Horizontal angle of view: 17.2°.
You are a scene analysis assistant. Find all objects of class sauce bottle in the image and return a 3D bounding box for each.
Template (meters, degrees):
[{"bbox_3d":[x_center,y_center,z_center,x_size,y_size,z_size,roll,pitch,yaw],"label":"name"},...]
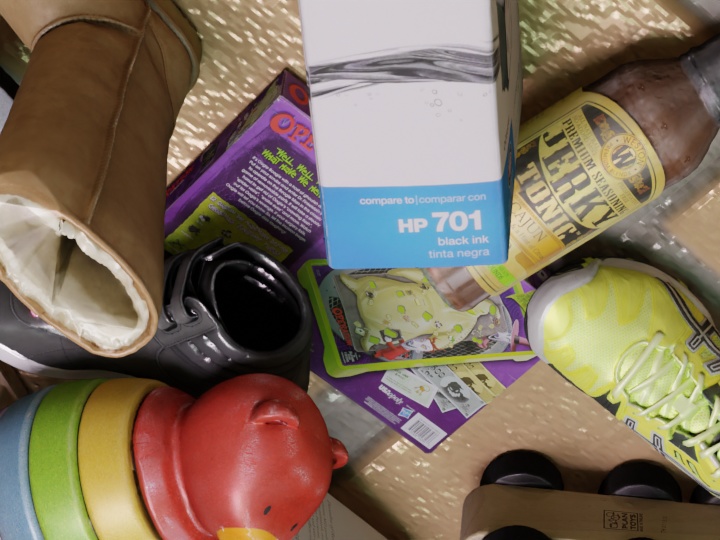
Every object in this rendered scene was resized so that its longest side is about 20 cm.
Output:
[{"bbox_3d":[0.112,-0.056,1.111,0.199,0.065,0.065,-34,118,14],"label":"sauce bottle"}]

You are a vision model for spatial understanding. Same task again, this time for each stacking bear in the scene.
[{"bbox_3d":[-0.106,0.103,1.130,0.198,0.115,0.122,-14,146,21],"label":"stacking bear"}]

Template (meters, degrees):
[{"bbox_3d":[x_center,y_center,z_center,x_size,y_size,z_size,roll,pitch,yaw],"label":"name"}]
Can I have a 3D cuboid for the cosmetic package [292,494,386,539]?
[{"bbox_3d":[-0.046,0.177,1.259,0.107,0.085,0.200,-26,138,22],"label":"cosmetic package"}]

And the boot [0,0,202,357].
[{"bbox_3d":[-0.138,-0.084,1.036,0.175,0.201,0.066,40,121,-23],"label":"boot"}]

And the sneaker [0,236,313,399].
[{"bbox_3d":[-0.109,0.011,1.153,0.198,0.071,0.099,19,147,-5],"label":"sneaker"}]

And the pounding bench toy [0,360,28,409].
[{"bbox_3d":[-0.245,0.121,1.231,0.123,0.157,0.201,-15,124,17],"label":"pounding bench toy"}]

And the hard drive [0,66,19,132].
[{"bbox_3d":[-0.258,-0.046,1.110,0.140,0.033,0.200,45,99,6],"label":"hard drive"}]

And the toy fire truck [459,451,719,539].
[{"bbox_3d":[0.136,0.204,1.294,0.174,0.129,0.202,5,118,3],"label":"toy fire truck"}]

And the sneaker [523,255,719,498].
[{"bbox_3d":[0.167,0.061,1.183,0.199,0.076,0.076,32,101,-23],"label":"sneaker"}]

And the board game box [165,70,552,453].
[{"bbox_3d":[0.000,0.000,1.195,0.200,0.032,0.120,37,125,-21],"label":"board game box"}]

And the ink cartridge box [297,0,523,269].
[{"bbox_3d":[0.022,-0.123,1.024,0.085,0.147,0.201,0,127,7],"label":"ink cartridge box"}]
